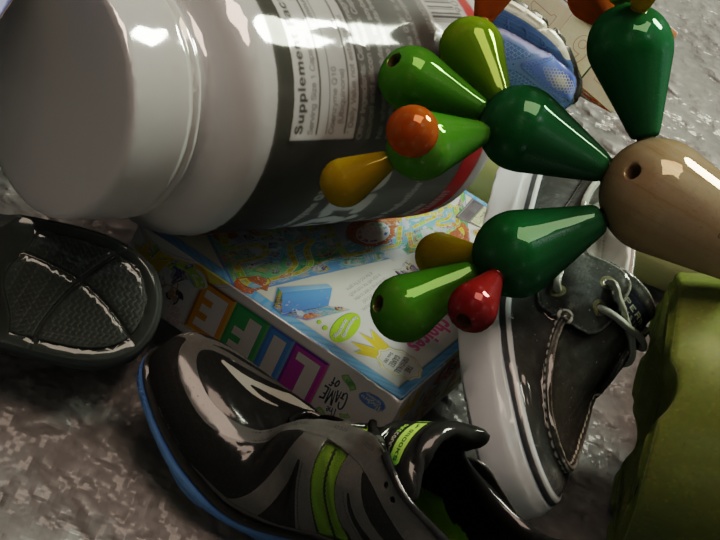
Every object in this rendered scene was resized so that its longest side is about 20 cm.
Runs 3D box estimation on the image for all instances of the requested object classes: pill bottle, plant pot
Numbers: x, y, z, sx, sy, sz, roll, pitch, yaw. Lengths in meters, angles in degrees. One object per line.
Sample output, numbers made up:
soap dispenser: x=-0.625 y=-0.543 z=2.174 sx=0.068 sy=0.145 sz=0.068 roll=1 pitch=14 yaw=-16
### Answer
pill bottle: x=-0.045 y=-0.073 z=0.709 sx=0.200 sy=0.114 sz=0.114 roll=-7 pitch=44 yaw=-45
plant pot: x=0.205 y=0.081 z=0.699 sx=0.190 sy=0.200 sz=0.200 roll=12 pitch=32 yaw=5

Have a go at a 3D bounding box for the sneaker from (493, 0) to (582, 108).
sneaker: x=0.018 y=-0.107 z=0.916 sx=0.200 sy=0.089 sz=0.079 roll=11 pitch=-11 yaw=7

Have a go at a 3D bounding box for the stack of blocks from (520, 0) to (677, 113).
stack of blocks: x=0.074 y=-0.182 z=0.982 sx=0.200 sy=0.059 sz=0.115 roll=37 pitch=5 yaw=-20

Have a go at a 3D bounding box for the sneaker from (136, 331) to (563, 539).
sneaker: x=0.006 y=0.077 z=0.643 sx=0.200 sy=0.083 sz=0.071 roll=32 pitch=32 yaw=18

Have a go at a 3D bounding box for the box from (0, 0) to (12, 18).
box: x=-0.166 y=-0.117 z=0.676 sx=0.032 sy=0.200 sz=0.121 roll=44 pitch=49 yaw=-25

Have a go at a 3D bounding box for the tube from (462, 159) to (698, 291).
tube: x=0.134 y=-0.024 z=0.907 sx=0.200 sy=0.052 sz=0.058 roll=22 pitch=75 yaw=-20

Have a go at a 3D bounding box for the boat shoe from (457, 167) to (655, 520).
boat shoe: x=0.086 y=0.015 z=0.717 sx=0.071 sy=0.072 sz=0.200 roll=-11 pitch=41 yaw=19

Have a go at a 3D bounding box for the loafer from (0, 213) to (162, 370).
loafer: x=-0.177 y=-0.003 z=0.678 sx=0.200 sy=0.063 sz=0.072 roll=20 pitch=73 yaw=-3

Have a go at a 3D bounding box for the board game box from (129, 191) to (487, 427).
board game box: x=0.000 y=0.000 z=0.780 sx=0.134 sy=0.034 sz=0.200 roll=33 pitch=29 yaw=14

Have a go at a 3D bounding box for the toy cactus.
toy cactus: x=0.085 y=-0.051 z=0.663 sx=0.165 sy=0.102 sz=0.200 roll=28 pitch=74 yaw=2
